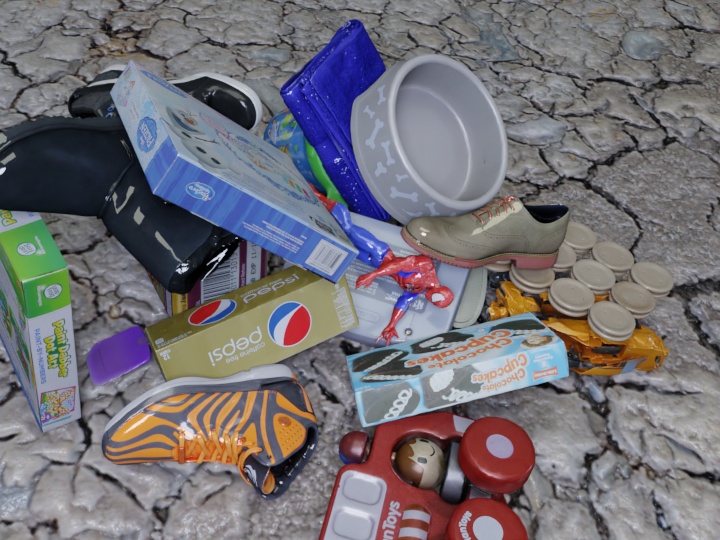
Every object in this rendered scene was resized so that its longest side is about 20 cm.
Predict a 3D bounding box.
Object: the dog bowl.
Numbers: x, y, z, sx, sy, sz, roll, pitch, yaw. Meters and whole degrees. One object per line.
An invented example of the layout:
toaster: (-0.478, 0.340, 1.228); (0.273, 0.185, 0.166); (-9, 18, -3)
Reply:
dog bowl: (0.084, -0.146, 0.978); (0.197, 0.058, 0.204); (11, 71, -35)

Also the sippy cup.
sippy cup: (-0.047, -0.152, 1.071); (0.129, 0.141, 0.178); (1, 39, 46)

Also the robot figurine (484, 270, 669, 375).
robot figurine: (0.230, 0.060, 0.973); (0.196, 0.059, 0.146); (4, 44, -7)

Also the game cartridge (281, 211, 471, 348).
game cartridge: (0.013, 0.012, 0.960); (0.197, 0.041, 0.135); (18, 66, 13)

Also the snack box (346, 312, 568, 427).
snack box: (0.088, 0.091, 0.848); (0.196, 0.038, 0.116); (-13, 12, -3)

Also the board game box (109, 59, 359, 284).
board game box: (-0.117, -0.090, 0.800); (0.199, 0.044, 0.200); (28, 18, -38)

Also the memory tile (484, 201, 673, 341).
memory tile: (0.238, -0.003, 0.988); (0.199, 0.017, 0.153); (33, 45, 24)

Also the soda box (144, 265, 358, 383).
soda box: (-0.105, 0.055, 0.869); (0.197, 0.065, 0.068); (-23, 23, -16)

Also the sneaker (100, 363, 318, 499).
sneaker: (-0.127, 0.156, 0.795); (0.197, 0.078, 0.113); (-15, 48, -24)

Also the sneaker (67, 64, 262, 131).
sneaker: (-0.208, -0.153, 0.912); (0.196, 0.074, 0.112); (10, 39, 17)

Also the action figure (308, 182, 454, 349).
action figure: (0.000, 0.000, 0.914); (0.198, 0.066, 0.099); (29, 66, 18)

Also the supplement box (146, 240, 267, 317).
supplement box: (-0.180, -0.050, 0.943); (0.102, 0.133, 0.201); (-14, 43, -25)

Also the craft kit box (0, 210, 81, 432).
craft kit box: (-0.318, 0.011, 0.819); (0.048, 0.200, 0.201); (-20, 52, -27)

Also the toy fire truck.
toy fire truck: (0.053, 0.201, 0.755); (0.165, 0.113, 0.202); (15, 44, 2)

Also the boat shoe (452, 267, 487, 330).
boat shoe: (0.101, -0.019, 1.026); (0.070, 0.068, 0.203); (1, 61, -15)

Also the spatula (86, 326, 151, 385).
spatula: (-0.183, 0.070, 0.911); (0.197, 0.021, 0.057); (-13, 44, -24)

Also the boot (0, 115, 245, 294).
boot: (-0.205, -0.051, 0.743); (0.168, 0.077, 0.199); (44, 29, 11)

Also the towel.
towel: (0.006, -0.164, 0.999); (0.049, 0.201, 0.148); (2, 44, 46)

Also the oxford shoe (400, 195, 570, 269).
oxford shoe: (0.133, -0.050, 0.924); (0.197, 0.076, 0.071); (-1, 36, -30)
